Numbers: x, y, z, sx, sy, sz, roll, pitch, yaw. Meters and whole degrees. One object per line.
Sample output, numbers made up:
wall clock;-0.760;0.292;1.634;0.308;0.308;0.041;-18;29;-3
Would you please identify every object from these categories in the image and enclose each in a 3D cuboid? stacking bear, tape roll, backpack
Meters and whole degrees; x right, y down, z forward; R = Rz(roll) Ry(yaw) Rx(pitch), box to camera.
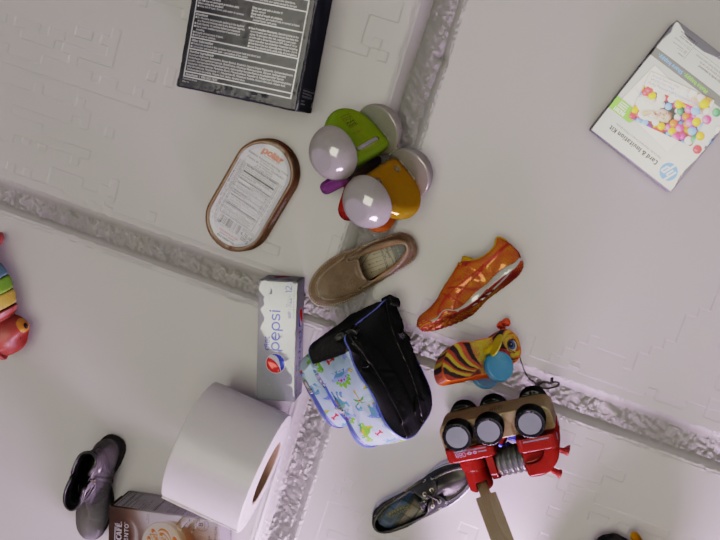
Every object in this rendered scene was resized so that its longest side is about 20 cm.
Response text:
stacking bear;-0.639;0.053;1.559;0.113;0.122;0.201;-22;100;10
tape roll;-0.213;0.300;1.463;0.138;0.203;0.204;22;100;6
backpack;0.014;0.173;1.424;0.146;0.183;0.201;-25;96;35

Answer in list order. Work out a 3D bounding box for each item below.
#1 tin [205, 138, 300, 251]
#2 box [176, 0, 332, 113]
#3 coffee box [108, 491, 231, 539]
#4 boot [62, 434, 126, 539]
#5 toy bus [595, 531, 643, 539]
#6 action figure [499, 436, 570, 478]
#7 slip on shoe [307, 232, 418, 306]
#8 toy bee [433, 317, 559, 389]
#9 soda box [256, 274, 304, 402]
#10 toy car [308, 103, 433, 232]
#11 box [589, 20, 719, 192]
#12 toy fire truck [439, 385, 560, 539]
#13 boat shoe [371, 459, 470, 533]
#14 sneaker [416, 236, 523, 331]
tin;-0.178;-0.123;1.490;0.111;0.042;0.201;32;101;1
box;-0.160;-0.364;1.413;0.198;0.123;0.200;13;100;6
coffee box;-0.327;0.459;1.563;0.198;0.080;0.116;5;97;9
boot;-0.473;0.386;1.553;0.069;0.132;0.202;13;99;7
toy bus;0.397;0.542;1.433;0.199;0.136;0.193;-28;107;14
action figure;0.234;0.273;1.460;0.198;0.052;0.066;20;94;12
slip on shoe;0.000;0.000;1.461;0.199;0.061;0.077;-23;92;12
toy bee;0.206;0.131;1.430;0.130;0.199;0.110;-26;60;45
soda box;-0.132;0.111;1.495;0.068;0.063;0.202;3;97;8
toy car;0.001;-0.150;1.410;0.201;0.175;0.150;54;138;0
box;0.468;-0.245;1.361;0.156;0.041;0.201;39;103;4
toy fire truck;0.227;0.303;1.388;0.175;0.129;0.202;-14;102;17
boat shoe;0.105;0.377;1.489;0.199;0.057;0.069;-33;90;12
sneaker;0.167;0.026;1.441;0.200;0.073;0.077;-39;67;8
